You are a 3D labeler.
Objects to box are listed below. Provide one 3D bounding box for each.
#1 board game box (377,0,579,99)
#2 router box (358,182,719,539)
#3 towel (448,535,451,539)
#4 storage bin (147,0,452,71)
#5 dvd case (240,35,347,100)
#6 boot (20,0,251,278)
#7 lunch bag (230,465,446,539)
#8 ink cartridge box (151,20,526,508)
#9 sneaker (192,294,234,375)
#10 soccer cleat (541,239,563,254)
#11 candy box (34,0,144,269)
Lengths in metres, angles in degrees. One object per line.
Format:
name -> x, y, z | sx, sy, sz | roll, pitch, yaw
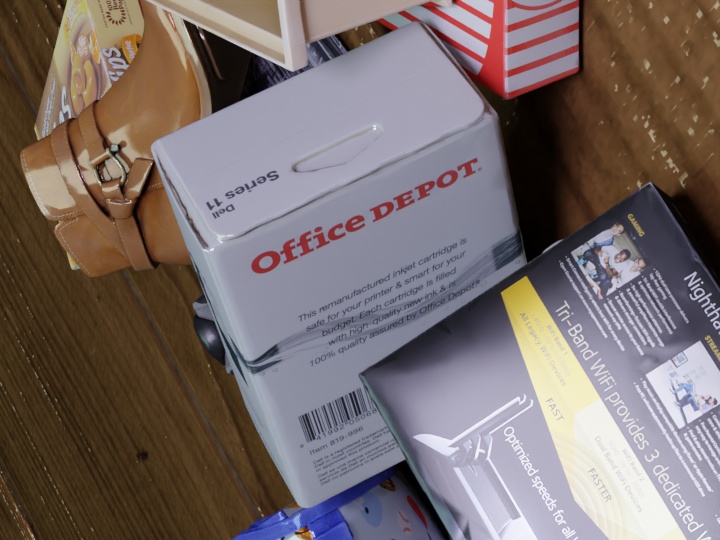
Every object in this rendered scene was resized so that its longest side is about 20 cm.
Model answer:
board game box -> 0.024, -0.189, 0.916 | 0.200, 0.046, 0.152 | 37, 140, 44
router box -> 0.116, 0.088, 0.848 | 0.200, 0.157, 0.052 | 60, -166, 15
towel -> 0.106, 0.177, 1.008 | 0.191, 0.032, 0.200 | 56, 166, 18
storage bin -> -0.057, -0.221, 0.885 | 0.198, 0.094, 0.200 | 30, 135, 49
dvd case -> -0.062, -0.103, 1.166 | 0.149, 0.016, 0.200 | 55, 149, 22
boot -> -0.129, -0.094, 1.132 | 0.155, 0.077, 0.200 | -14, 112, 27
lunch bag -> 0.005, 0.200, 1.092 | 0.170, 0.124, 0.200 | 63, 177, 3
ink cartridge box -> 0.000, 0.000, 0.934 | 0.083, 0.146, 0.200 | 57, 168, 41
sneaker -> -0.032, 0.013, 1.089 | 0.075, 0.115, 0.200 | 60, 152, 13
soccer cleat -> 0.124, 0.081, 0.904 | 0.200, 0.077, 0.069 | 65, 152, 6
candy box -> -0.163, -0.098, 1.280 | 0.200, 0.055, 0.116 | 120, 137, -59
